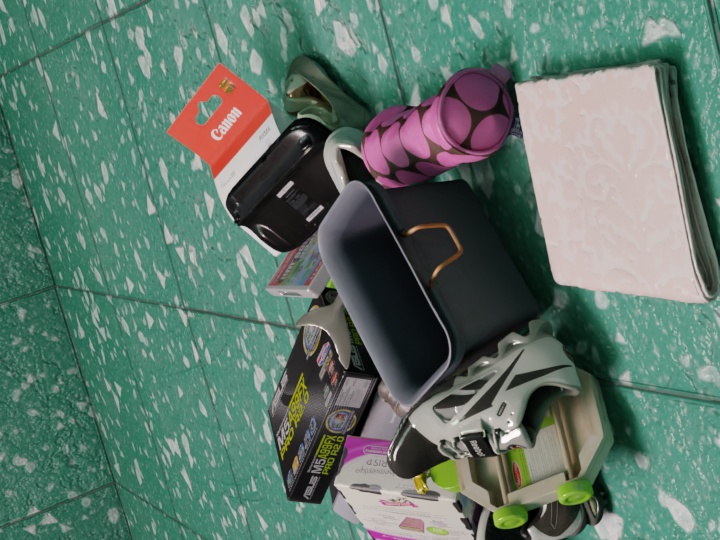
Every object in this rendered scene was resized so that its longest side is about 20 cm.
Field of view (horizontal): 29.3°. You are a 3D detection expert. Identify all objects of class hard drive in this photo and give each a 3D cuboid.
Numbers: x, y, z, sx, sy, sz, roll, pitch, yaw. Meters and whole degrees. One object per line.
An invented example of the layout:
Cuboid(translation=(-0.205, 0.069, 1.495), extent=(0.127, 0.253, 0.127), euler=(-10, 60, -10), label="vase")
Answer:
Cuboid(translation=(0.002, 0.188, 1.645), extent=(0.135, 0.042, 0.201), euler=(-105, 29, -55), label="hard drive")

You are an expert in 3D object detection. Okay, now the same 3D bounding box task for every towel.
Cuboid(translation=(0.207, -0.072, 1.131), extent=(0.200, 0.032, 0.193), euler=(9, 114, 63), label="towel")

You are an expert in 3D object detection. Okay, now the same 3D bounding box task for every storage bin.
Cuboid(translation=(0.073, 0.001, 1.301), extent=(0.201, 0.133, 0.146), euler=(61, 145, 19), label="storage bin")

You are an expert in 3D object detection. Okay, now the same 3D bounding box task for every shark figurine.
Cuboid(translation=(0.007, 0.002, 1.544), extent=(0.128, 0.089, 0.215), euler=(-44, 21, 27), label="shark figurine")

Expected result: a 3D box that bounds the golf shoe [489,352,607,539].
Cuboid(translation=(0.160, 0.166, 1.336), extent=(0.201, 0.094, 0.078), euler=(65, 157, 17), label="golf shoe")

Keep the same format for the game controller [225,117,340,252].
Cuboid(translation=(-0.074, -0.092, 1.543), extent=(0.104, 0.042, 0.200), euler=(32, 140, -16), label="game controller")

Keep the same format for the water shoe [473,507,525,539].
Cuboid(translation=(0.132, 0.309, 1.412), extent=(0.079, 0.071, 0.201), euler=(-41, 27, 57), label="water shoe")

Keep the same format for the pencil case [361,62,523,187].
Cuboid(translation=(0.073, -0.136, 1.312), extent=(0.090, 0.094, 0.200), euler=(29, 165, -19), label="pencil case")

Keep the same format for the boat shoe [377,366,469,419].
Cuboid(translation=(0.071, 0.106, 1.400), extent=(0.073, 0.200, 0.075), euler=(35, 102, 11), label="boat shoe")

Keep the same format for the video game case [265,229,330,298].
Cuboid(translation=(-0.043, -0.034, 1.567), extent=(0.017, 0.144, 0.200), euler=(34, 170, -14), label="video game case")

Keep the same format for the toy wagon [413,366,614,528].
Cuboid(translation=(0.138, 0.161, 1.291), extent=(0.199, 0.039, 0.156), euler=(-27, 55, 27), label="toy wagon")

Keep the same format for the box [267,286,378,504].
Cuboid(translation=(-0.048, 0.146, 1.612), extent=(0.161, 0.044, 0.201), euler=(-110, 36, -51), label="box")

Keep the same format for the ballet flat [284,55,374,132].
Cuboid(translation=(-0.052, -0.190, 1.567), extent=(0.200, 0.063, 0.068), euler=(44, 142, 46), label="ballet flat")

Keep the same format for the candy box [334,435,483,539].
Cuboid(translation=(0.067, 0.251, 1.469), extent=(0.135, 0.061, 0.200), euler=(4, 150, 21), label="candy box")

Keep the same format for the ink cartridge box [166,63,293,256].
Cuboid(translation=(-0.127, -0.125, 1.600), extent=(0.200, 0.047, 0.160), euler=(39, 140, -9), label="ink cartridge box")

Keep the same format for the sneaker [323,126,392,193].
Cuboid(translation=(0.022, -0.056, 1.433), extent=(0.201, 0.070, 0.080), euler=(55, -173, -6), label="sneaker")

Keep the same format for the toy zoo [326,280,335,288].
Cuboid(translation=(-0.030, 0.110, 1.672), extent=(0.131, 0.020, 0.202), euler=(-150, 71, -68), label="toy zoo")

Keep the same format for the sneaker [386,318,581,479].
Cuboid(translation=(0.112, 0.137, 1.245), extent=(0.074, 0.200, 0.089), euler=(34, -161, -53), label="sneaker")
